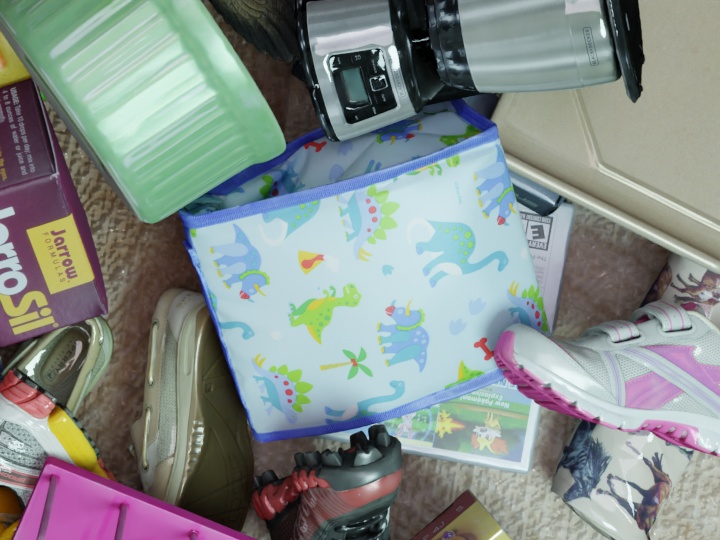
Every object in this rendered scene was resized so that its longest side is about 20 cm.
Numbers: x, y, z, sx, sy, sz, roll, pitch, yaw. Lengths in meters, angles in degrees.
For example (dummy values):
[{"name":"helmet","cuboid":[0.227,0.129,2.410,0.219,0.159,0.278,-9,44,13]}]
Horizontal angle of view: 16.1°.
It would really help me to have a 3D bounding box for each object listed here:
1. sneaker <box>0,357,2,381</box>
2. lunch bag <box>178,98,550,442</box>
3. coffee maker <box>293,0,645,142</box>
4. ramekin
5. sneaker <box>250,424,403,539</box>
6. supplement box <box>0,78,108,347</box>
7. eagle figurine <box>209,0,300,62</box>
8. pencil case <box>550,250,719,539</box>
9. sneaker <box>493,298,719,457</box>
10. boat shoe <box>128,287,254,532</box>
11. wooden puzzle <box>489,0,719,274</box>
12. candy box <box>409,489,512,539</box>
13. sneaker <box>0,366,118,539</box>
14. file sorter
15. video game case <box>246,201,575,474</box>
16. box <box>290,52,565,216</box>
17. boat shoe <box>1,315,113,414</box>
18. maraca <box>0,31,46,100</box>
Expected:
[{"name":"sneaker","cuboid":[-0.303,0.063,1.540,0.199,0.075,0.079,3,114,-43]},{"name":"lunch bag","cuboid":[0.000,0.000,1.587,0.199,0.127,0.171,-23,115,-10]},{"name":"coffee maker","cuboid":[0.068,-0.163,1.551,0.199,0.192,0.136,-8,102,12]},{"name":"ramekin","cuboid":[-0.141,-0.125,1.511,0.097,0.200,0.201,-36,92,-5]},{"name":"sneaker","cuboid":[-0.010,0.156,1.588,0.070,0.200,0.099,-17,82,-20]},{"name":"supplement box","cuboid":[-0.274,-0.017,1.597,0.199,0.104,0.131,-18,134,-3]},{"name":"eagle figurine","cuboid":[-0.097,-0.241,1.590,0.151,0.151,0.202,6,75,-30]},{"name":"pencil case","cuboid":[0.198,0.087,1.663,0.089,0.078,0.201,29,88,-31]},{"name":"sneaker","cuboid":[0.174,0.057,1.575,0.199,0.081,0.089,16,89,-26]},{"name":"boat shoe","cuboid":[-0.114,0.111,1.654,0.072,0.065,0.201,-9,109,-47]},{"name":"wooden puzzle","cuboid":[0.192,-0.120,1.637,0.184,0.037,0.201,26,76,-7]},{"name":"candy box","cuboid":[0.082,0.248,1.619,0.117,0.056,0.200,-40,123,-3]},{"name":"sneaker","cuboid":[-0.197,0.146,1.601,0.082,0.078,0.200,-44,135,-14]},{"name":"file sorter","cuboid":[-0.124,0.229,1.507,0.199,0.126,0.140,23,106,-9]},{"name":"video game case","cuboid":[0.030,0.028,1.683,0.199,0.022,0.184,10,89,-4]},{"name":"box","cuboid":[0.076,-0.152,1.664,0.199,0.051,0.158,30,81,-2]},{"name":"boat shoe","cuboid":[-0.228,0.111,1.645,0.073,0.063,0.201,36,87,-2]},{"name":"maraca","cuboid":[-0.209,-0.175,1.630,0.199,0.107,0.138,-8,83,-17]}]
